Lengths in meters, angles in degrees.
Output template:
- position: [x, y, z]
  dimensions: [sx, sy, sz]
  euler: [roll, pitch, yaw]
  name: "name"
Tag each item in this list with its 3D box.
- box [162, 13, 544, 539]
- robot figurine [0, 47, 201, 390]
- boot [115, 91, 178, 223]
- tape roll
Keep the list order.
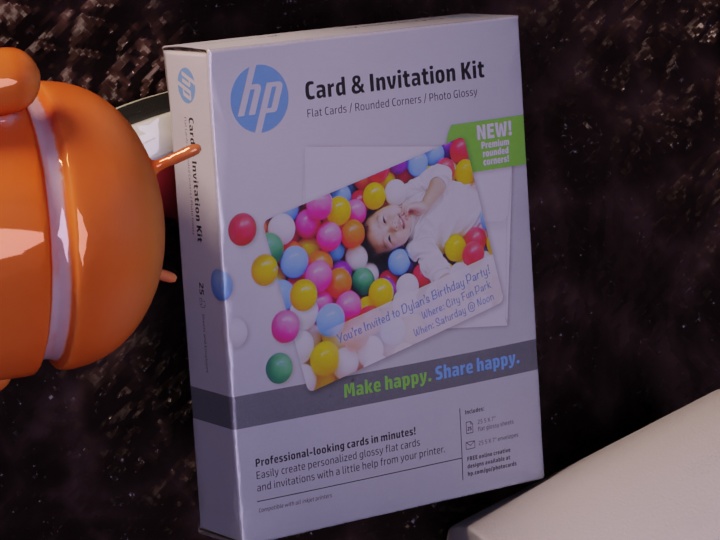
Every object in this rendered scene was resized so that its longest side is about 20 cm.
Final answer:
- position: [0.000, 0.000, 1.186]
  dimensions: [0.156, 0.041, 0.201]
  euler: [-9, 99, -33]
  name: "box"
- position: [-0.162, -0.012, 1.101]
  dimensions: [0.199, 0.117, 0.144]
  euler: [-6, 96, -17]
  name: "robot figurine"
- position: [-0.045, -0.011, 1.225]
  dimensions: [0.199, 0.072, 0.145]
  euler: [-16, 104, -18]
  name: "boot"
- position: [0.143, 0.170, 1.239]
  dimensions: [0.139, 0.203, 0.203]
  euler: [-26, 105, -11]
  name: "tape roll"
